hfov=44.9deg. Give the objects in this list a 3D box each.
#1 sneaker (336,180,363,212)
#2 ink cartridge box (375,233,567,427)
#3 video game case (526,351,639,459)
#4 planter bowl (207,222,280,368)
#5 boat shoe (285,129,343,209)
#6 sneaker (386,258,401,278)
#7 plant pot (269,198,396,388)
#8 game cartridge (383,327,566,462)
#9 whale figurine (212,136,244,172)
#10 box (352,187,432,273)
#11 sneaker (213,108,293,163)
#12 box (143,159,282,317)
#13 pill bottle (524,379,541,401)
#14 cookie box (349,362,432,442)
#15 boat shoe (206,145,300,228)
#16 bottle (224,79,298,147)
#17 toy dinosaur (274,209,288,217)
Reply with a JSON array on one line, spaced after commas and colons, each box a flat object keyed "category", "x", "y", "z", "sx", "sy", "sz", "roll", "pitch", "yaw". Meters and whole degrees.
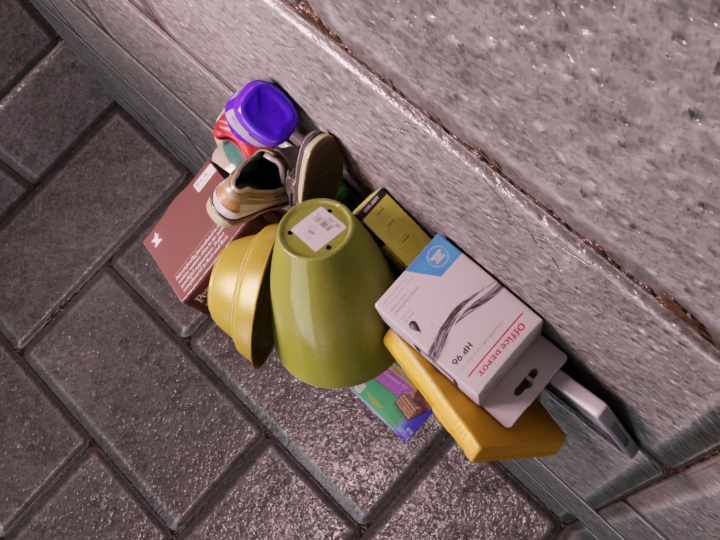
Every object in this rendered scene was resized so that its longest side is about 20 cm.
[{"category": "sneaker", "x": -0.017, "y": -0.061, "z": 1.254, "sx": 0.084, "sy": 0.074, "sz": 0.200, "roll": 43, "pitch": 174, "yaw": 38}, {"category": "ink cartridge box", "x": 0.128, "y": 0.069, "z": 0.996, "sx": 0.199, "sy": 0.116, "sz": 0.068, "roll": 40, "pitch": 173, "yaw": 19}, {"category": "video game case", "x": 0.247, "y": 0.144, "z": 1.085, "sx": 0.199, "sy": 0.023, "sz": 0.182, "roll": 38, "pitch": 177, "yaw": 38}, {"category": "planter bowl", "x": -0.151, "y": 0.022, "z": 1.160, "sx": 0.082, "sy": 0.204, "sz": 0.201, "roll": 13, "pitch": 169, "yaw": 6}, {"category": "boat shoe", "x": -0.066, "y": -0.107, "z": 1.118, "sx": 0.066, "sy": 0.071, "sz": 0.202, "roll": 42, "pitch": 154, "yaw": 25}, {"category": "sneaker", "x": 0.000, "y": 0.000, "z": 1.251, "sx": 0.087, "sy": 0.196, "sz": 0.082, "roll": 92, "pitch": 170, "yaw": -64}, {"category": "plant pot", "x": -0.039, "y": 0.012, "z": 1.078, "sx": 0.187, "sy": 0.186, "sz": 0.201, "roll": 39, "pitch": 157, "yaw": 33}, {"category": "game cartridge", "x": 0.140, "y": 0.147, "z": 1.057, "sx": 0.174, "sy": 0.033, "sz": 0.201, "roll": 8, "pitch": -145, "yaw": -41}, {"category": "whale figurine", "x": -0.175, "y": -0.186, "z": 1.452, "sx": 0.160, "sy": 0.103, "sz": 0.201, "roll": 51, "pitch": -165, "yaw": -24}, {"category": "box", "x": 0.073, "y": -0.014, "z": 1.098, "sx": 0.200, "sy": 0.050, "sz": 0.075, "roll": 45, "pitch": 172, "yaw": -7}, {"category": "sneaker", "x": -0.140, "y": -0.163, "z": 1.316, "sx": 0.200, "sy": 0.085, "sz": 0.077, "roll": 43, "pitch": 174, "yaw": -9}, {"category": "box", "x": -0.183, "y": -0.024, "z": 1.316, "sx": 0.199, "sy": 0.166, "sz": 0.164, "roll": 32, "pitch": -169, "yaw": -48}, {"category": "pill bottle", "x": 0.166, "y": 0.149, "z": 1.271, "sx": 0.200, "sy": 0.116, "sz": 0.116, "roll": 47, "pitch": 172, "yaw": -22}, {"category": "cookie box", "x": 0.072, "y": 0.129, "z": 1.348, "sx": 0.171, "sy": 0.200, "sz": 0.075, "roll": 44, "pitch": 172, "yaw": -11}, {"category": "boat shoe", "x": -0.118, "y": -0.124, "z": 1.163, "sx": 0.075, "sy": 0.200, "sz": 0.068, "roll": 46, "pitch": 134, "yaw": 1}, {"category": "bottle", "x": -0.137, "y": -0.202, "z": 1.145, "sx": 0.083, "sy": 0.066, "sz": 0.200, "roll": 41, "pitch": 175, "yaw": -15}, {"category": "toy dinosaur", "x": -0.080, "y": -0.071, "z": 1.335, "sx": 0.198, "sy": 0.059, "sz": 0.101, "roll": 17, "pitch": -172, "yaw": -40}]
